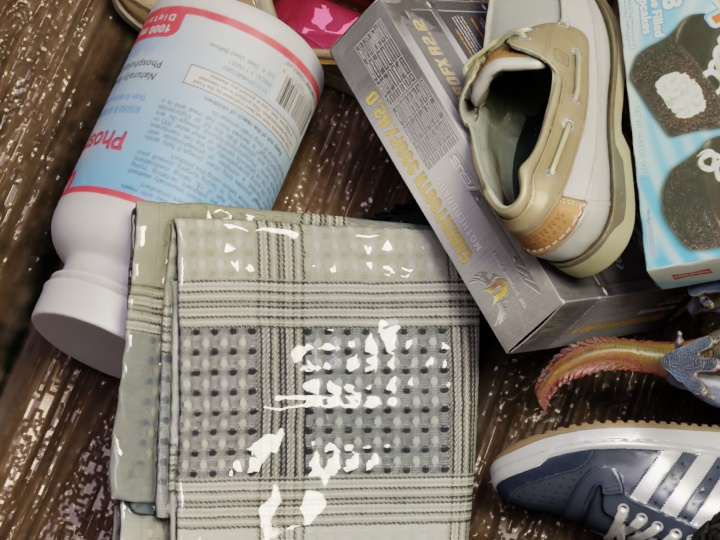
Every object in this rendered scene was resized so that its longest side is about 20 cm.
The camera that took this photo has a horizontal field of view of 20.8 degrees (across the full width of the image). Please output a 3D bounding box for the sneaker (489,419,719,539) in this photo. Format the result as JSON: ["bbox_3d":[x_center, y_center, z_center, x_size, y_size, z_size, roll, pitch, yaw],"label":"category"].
[{"bbox_3d":[0.169,0.141,1.031,0.198,0.070,0.109,0,66,-4],"label":"sneaker"}]

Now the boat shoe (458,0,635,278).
[{"bbox_3d":[0.090,-0.094,1.000,0.068,0.075,0.201,26,40,-35],"label":"boat shoe"}]

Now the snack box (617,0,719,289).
[{"bbox_3d":[0.192,-0.098,0.984,0.115,0.037,0.202,-11,68,19],"label":"snack box"}]

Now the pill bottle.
[{"bbox_3d":[-0.103,-0.044,1.081,0.108,0.109,0.201,20,69,7],"label":"pill bottle"}]

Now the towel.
[{"bbox_3d":[-0.031,0.065,1.020,0.198,0.035,0.194,3,89,-17],"label":"towel"}]

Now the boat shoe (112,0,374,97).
[{"bbox_3d":[-0.051,-0.157,1.147,0.198,0.069,0.074,15,69,5],"label":"boat shoe"}]

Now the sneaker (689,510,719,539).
[{"bbox_3d":[0.176,0.188,0.972,0.091,0.200,0.076,39,33,-1],"label":"sneaker"}]

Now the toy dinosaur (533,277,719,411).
[{"bbox_3d":[0.224,0.038,1.049,0.199,0.181,0.106,-6,71,34],"label":"toy dinosaur"}]

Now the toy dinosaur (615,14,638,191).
[{"bbox_3d":[0.168,-0.092,1.059,0.199,0.086,0.136,32,86,25],"label":"toy dinosaur"}]

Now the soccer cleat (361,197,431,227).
[{"bbox_3d":[0.000,0.000,1.079,0.200,0.067,0.081,-46,106,-16],"label":"soccer cleat"}]

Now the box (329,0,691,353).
[{"bbox_3d":[0.092,-0.056,1.072,0.158,0.048,0.201,-8,61,-49],"label":"box"}]
